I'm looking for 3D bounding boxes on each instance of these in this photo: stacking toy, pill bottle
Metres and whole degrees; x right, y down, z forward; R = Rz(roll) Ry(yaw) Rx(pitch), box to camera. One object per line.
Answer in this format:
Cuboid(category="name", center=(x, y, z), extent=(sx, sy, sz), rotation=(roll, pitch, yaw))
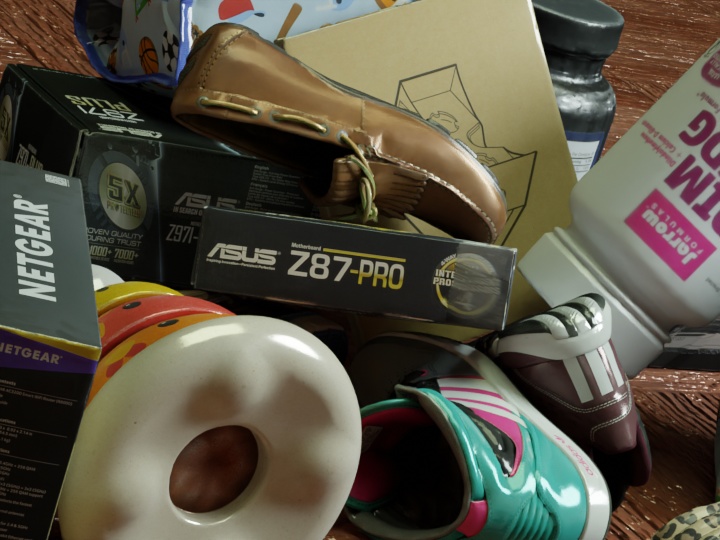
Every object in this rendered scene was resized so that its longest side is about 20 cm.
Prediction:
Cuboid(category="stacking toy", center=(-0.104, 0.054, 1.209), extent=(0.146, 0.146, 0.200), rotation=(5, 21, -34))
Cuboid(category="pill bottle", center=(0.192, -0.040, 1.497), extent=(0.113, 0.200, 0.113), rotation=(44, 5, -5))
Cuboid(category="pill bottle", center=(0.100, -0.082, 1.689), extent=(0.112, 0.200, 0.112), rotation=(16, 19, -5))

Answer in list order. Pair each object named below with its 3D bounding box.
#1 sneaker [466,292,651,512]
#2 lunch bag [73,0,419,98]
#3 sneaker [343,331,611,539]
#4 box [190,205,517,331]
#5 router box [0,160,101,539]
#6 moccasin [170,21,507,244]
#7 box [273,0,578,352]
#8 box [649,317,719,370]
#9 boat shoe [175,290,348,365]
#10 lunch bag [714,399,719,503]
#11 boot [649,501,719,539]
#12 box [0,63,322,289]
Cuboid(category="sneaker", center=(0.101, 0.085, 1.441), extent=(0.076, 0.116, 0.200), rotation=(-23, -2, -14))
Cuboid(category="lunch bag", center=(-0.070, -0.155, 1.603), extent=(0.170, 0.124, 0.200), rotation=(9, -3, -24))
Cuboid(category="sneaker", center=(0.025, 0.086, 1.344), extent=(0.121, 0.084, 0.200), rotation=(11, 17, -40))
Cuboid(category="box", center=(0.000, 0.000, 1.393), extent=(0.161, 0.049, 0.200), rotation=(10, 0, 3))
Cuboid(category="router box", center=(-0.159, 0.058, 1.126), extent=(0.052, 0.157, 0.200), rotation=(13, 20, -13))
Cuboid(category="moccasin", center=(-0.010, -0.062, 1.446), extent=(0.201, 0.078, 0.074), rotation=(29, -26, -20))
Cuboid(category="box", center=(0.049, -0.060, 1.530), extent=(0.163, 0.200, 0.021), rotation=(-18, 8, -22))
Cuboid(category="box", center=(0.273, -0.008, 1.651), extent=(0.158, 0.200, 0.050), rotation=(5, 54, -34))
Cuboid(category="boat shoe", center=(-0.086, 0.048, 1.375), extent=(0.072, 0.072, 0.200), rotation=(22, 9, 27))
Cuboid(category="lunch bag", center=(0.279, 0.049, 1.484), extent=(0.122, 0.200, 0.170), rotation=(18, 18, 2))
Cuboid(category="boot", center=(0.251, 0.175, 1.310), extent=(0.200, 0.073, 0.151), rotation=(0, 25, -30))
Cuboid(category="box", center=(-0.108, -0.051, 1.567), extent=(0.200, 0.086, 0.164), rotation=(9, 15, -25))
